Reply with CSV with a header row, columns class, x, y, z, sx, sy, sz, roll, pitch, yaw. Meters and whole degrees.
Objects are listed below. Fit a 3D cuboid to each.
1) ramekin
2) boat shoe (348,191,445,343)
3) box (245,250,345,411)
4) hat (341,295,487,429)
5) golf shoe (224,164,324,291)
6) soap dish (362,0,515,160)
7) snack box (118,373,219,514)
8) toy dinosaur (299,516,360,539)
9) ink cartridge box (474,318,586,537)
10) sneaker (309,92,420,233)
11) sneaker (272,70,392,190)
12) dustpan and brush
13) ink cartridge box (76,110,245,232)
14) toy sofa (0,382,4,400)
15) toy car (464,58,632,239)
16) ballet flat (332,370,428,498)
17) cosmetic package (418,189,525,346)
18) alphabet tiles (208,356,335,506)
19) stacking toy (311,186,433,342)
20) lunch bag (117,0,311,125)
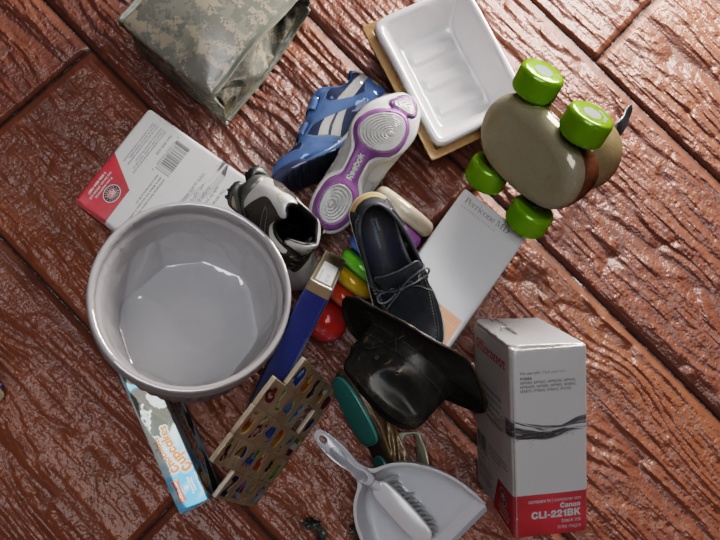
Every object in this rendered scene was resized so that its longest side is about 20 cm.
class,x,y,z,sx,sy,sz,roll,pitch,yaw
ramekin,-0.177,0.041,0.723,0.197,0.105,0.203,6,65,-13
boat shoe,0.041,0.009,0.786,0.074,0.062,0.203,-22,97,-1
box,-0.078,0.084,0.780,0.032,0.121,0.202,25,106,-2
hat,0.039,0.119,0.762,0.200,0.201,0.081,38,69,4
golf shoe,-0.081,-0.027,0.799,0.094,0.201,0.078,27,70,33
soap dish,0.113,-0.257,0.918,0.156,0.081,0.202,-26,82,-9
snack box,-0.221,0.169,0.793,0.037,0.116,0.202,-25,82,-8
toy dinosaur,-0.032,0.340,0.811,0.196,0.047,0.090,1,93,-4
ink cartridge box,0.185,0.164,0.776,0.082,0.144,0.204,-4,98,-5
sneaker,-0.002,-0.137,0.870,0.075,0.100,0.201,38,88,-7
sneaker,-0.046,-0.181,0.899,0.200,0.074,0.082,-42,82,-18
dustpan and brush,0.026,0.244,0.770,0.200,0.057,0.140,44,99,7
ink cartridge box,-0.216,-0.072,0.856,0.199,0.084,0.145,35,78,3
toy sofa,-0.525,0.158,0.800,0.199,0.098,0.083,-40,60,-10
toy car,0.259,-0.156,0.861,0.198,0.165,0.158,-16,55,-37
ballet flat,0.037,0.203,0.837,0.072,0.068,0.202,-23,81,-29
cosmetic package,0.107,0.013,0.871,0.101,0.071,0.201,36,78,3
alphabet tiles,-0.097,0.180,0.761,0.007,0.200,0.168,33,77,21
stacking toy,0.000,0.000,0.857,0.085,0.085,0.201,37,95,4
lunch bag,-0.177,-0.325,0.892,0.163,0.118,0.201,37,83,5
